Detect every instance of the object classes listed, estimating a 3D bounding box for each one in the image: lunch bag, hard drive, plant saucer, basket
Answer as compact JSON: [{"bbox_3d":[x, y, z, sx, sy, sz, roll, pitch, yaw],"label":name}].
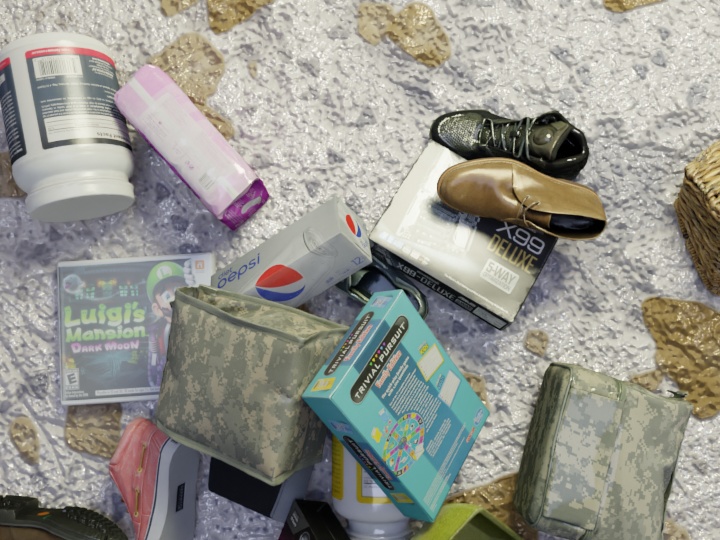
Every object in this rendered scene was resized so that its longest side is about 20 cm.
[{"bbox_3d":[-0.131,0.115,0.822,0.200,0.118,0.164,16,101,26],"label":"lunch bag"},{"bbox_3d":[-0.112,0.189,0.900,0.135,0.042,0.200,14,89,28],"label":"hard drive"},{"bbox_3d":[0.283,0.220,0.868,0.168,0.139,0.200,15,86,3],"label":"lunch bag"},{"bbox_3d":[0.086,0.350,0.857,0.200,0.200,0.048,-46,50,-3],"label":"plant saucer"},{"bbox_3d":[0.499,-0.085,0.931,0.200,0.149,0.143,-22,52,-1],"label":"basket"}]

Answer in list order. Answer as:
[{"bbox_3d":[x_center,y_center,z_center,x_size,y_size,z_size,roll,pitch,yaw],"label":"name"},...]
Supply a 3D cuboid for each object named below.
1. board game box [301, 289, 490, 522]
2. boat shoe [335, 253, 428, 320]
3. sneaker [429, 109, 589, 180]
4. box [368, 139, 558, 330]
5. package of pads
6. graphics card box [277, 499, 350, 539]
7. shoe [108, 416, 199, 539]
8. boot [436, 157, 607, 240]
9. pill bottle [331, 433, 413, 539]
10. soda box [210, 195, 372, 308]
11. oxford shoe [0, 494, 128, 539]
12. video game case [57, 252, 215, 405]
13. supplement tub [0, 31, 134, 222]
[{"bbox_3d":[0.046,0.145,0.809,0.200,0.047,0.151,54,53,-24],"label":"board game box"},{"bbox_3d":[0.000,0.000,0.932,0.200,0.062,0.073,37,87,4],"label":"boat shoe"},{"bbox_3d":[0.185,-0.164,0.920,0.199,0.114,0.076,17,83,5],"label":"sneaker"},{"bbox_3d":[0.130,-0.044,0.924,0.200,0.050,0.158,32,73,4],"label":"box"},{"bbox_3d":[-0.203,-0.147,0.920,0.076,0.121,0.200,-42,85,-3],"label":"package of pads"},{"bbox_3d":[-0.068,0.377,0.842,0.051,0.125,0.200,16,103,-29],"label":"graphics card box"},{"bbox_3d":[-0.255,0.280,0.912,0.091,0.071,0.200,15,101,28],"label":"shoe"},{"bbox_3d":[0.188,-0.080,0.865,0.200,0.075,0.074,10,117,-2],"label":"boot"},{"bbox_3d":[0.021,0.231,0.886,0.111,0.111,0.200,1,85,1],"label":"pill bottle"},{"bbox_3d":[-0.085,-0.001,0.886,0.200,0.063,0.068,-30,41,21],"label":"soda box"},{"bbox_3d":[-0.370,0.329,0.904,0.200,0.073,0.085,5,88,17],"label":"oxford shoe"},{"bbox_3d":[-0.280,0.073,0.950,0.200,0.023,0.182,-4,84,1],"label":"video game case"},{"bbox_3d":[-0.356,-0.171,0.915,0.140,0.140,0.200,-12,85,0],"label":"supplement tub"}]
